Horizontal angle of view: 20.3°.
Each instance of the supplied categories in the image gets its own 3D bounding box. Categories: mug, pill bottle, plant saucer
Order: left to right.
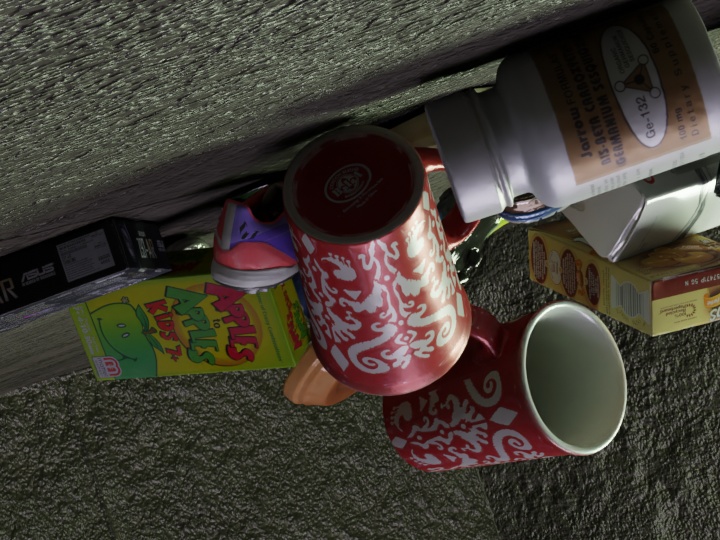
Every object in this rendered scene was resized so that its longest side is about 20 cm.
[{"bbox_3d":[0.014,0.056,1.831,0.200,0.037,0.200,-42,168,-10],"label":"plant saucer"},{"bbox_3d":[0.014,-0.029,1.558,0.132,0.179,0.200,7,150,15],"label":"mug"},{"bbox_3d":[0.114,0.095,1.822,0.199,0.178,0.133,-19,-166,48],"label":"mug"},{"bbox_3d":[0.152,-0.108,1.417,0.199,0.115,0.114,-19,177,2],"label":"pill bottle"}]

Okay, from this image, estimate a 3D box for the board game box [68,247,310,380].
[{"bbox_3d":[-0.153,0.036,1.757,0.198,0.102,0.048,-5,-151,23],"label":"board game box"}]

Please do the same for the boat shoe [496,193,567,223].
[{"bbox_3d":[0.176,-0.122,1.625,0.200,0.072,0.073,-42,154,-14],"label":"boat shoe"}]

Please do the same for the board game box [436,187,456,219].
[{"bbox_3d":[0.090,-0.076,1.919,0.200,0.026,0.200,-41,-176,-19],"label":"board game box"}]

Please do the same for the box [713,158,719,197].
[{"bbox_3d":[0.358,-0.147,1.667,0.049,0.163,0.200,11,172,-9],"label":"box"}]

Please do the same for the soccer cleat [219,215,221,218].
[{"bbox_3d":[-0.067,-0.033,1.844,0.073,0.069,0.200,-11,178,14],"label":"soccer cleat"}]

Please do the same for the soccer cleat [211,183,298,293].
[{"bbox_3d":[-0.049,-0.043,1.662,0.068,0.074,0.200,18,-155,31],"label":"soccer cleat"}]

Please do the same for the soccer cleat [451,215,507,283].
[{"bbox_3d":[0.107,-0.056,2.015,0.083,0.065,0.200,6,-138,40],"label":"soccer cleat"}]

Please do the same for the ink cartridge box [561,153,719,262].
[{"bbox_3d":[0.264,-0.104,1.811,0.199,0.147,0.083,-17,147,-37],"label":"ink cartridge box"}]

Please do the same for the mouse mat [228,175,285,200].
[{"bbox_3d":[-0.018,-0.090,1.763,0.160,0.008,0.200,-20,178,14],"label":"mouse mat"}]

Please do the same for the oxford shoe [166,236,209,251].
[{"bbox_3d":[-0.173,0.002,1.971,0.057,0.076,0.200,17,-179,9],"label":"oxford shoe"}]

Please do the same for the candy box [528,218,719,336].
[{"bbox_3d":[0.251,-0.002,1.821,0.115,0.056,0.200,-11,-160,-26],"label":"candy box"}]

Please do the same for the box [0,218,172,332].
[{"bbox_3d":[-0.267,0.013,1.650,0.199,0.044,0.160,-20,178,7],"label":"box"}]

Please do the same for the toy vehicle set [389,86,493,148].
[{"bbox_3d":[0.086,-0.117,1.659,0.124,0.027,0.200,-24,176,27],"label":"toy vehicle set"}]

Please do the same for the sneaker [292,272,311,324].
[{"bbox_3d":[0.000,0.000,1.839,0.115,0.081,0.199,-37,170,7],"label":"sneaker"}]
